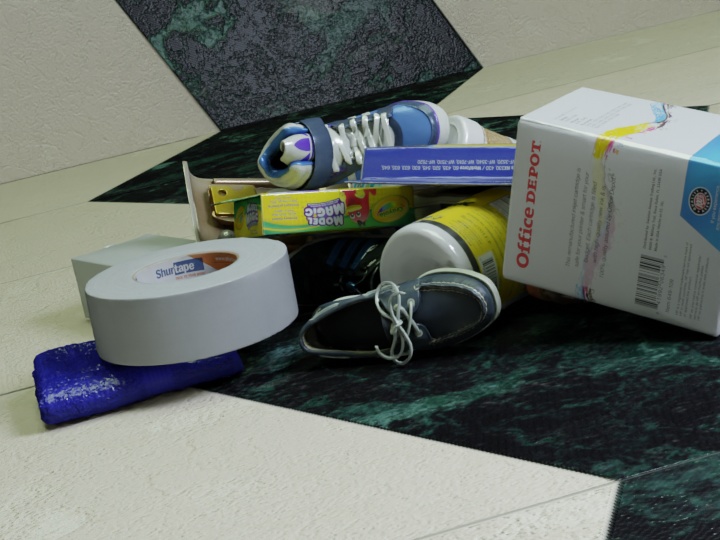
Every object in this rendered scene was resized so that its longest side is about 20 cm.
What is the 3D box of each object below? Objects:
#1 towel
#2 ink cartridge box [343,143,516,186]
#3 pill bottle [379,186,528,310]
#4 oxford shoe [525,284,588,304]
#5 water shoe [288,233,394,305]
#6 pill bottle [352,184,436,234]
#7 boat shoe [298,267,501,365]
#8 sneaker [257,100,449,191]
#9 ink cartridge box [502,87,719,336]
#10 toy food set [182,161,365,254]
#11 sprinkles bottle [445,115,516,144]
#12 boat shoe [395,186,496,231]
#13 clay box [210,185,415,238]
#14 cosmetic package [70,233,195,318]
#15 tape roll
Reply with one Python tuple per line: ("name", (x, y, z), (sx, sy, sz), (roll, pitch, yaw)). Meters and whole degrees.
("towel", (-0.221, 0.090, 1.459), (0.198, 0.050, 0.148), (-16, 12, -14))
("ink cartridge box", (0.109, -0.106, 1.493), (0.195, 0.048, 0.200), (2, 2, 22))
("pill bottle", (0.120, -0.016, 1.442), (0.110, 0.113, 0.199), (-1, 16, 43))
("oxford shoe", (0.247, -0.013, 1.442), (0.072, 0.072, 0.199), (23, 40, 40))
("water shoe", (0.000, 0.000, 1.586), (0.197, 0.072, 0.079), (-12, 17, 8))
("pill bottle", (0.052, -0.085, 1.820), (0.109, 0.112, 0.200), (-15, 12, -12))
("boat shoe", (0.031, 0.044, 1.351), (0.198, 0.076, 0.062), (-6, 12, 33))
("sneaker", (-0.017, -0.132, 1.631), (0.198, 0.082, 0.146), (-13, -2, 36))
("ink cartridge box", (0.244, -0.057, 1.291), (0.198, 0.149, 0.146), (16, 25, 27))
("toy food set", (-0.099, -0.070, 1.707), (0.197, 0.061, 0.145), (0, 49, -19))
("sprinkles bottle", (0.173, -0.113, 1.692), (0.198, 0.069, 0.068), (18, -5, -32))
("boat shoe", (0.109, -0.058, 1.618), (0.073, 0.066, 0.199), (-13, 10, -36))
("clay box", (-0.053, -0.061, 1.608), (0.197, 0.048, 0.115), (-6, 1, -19))
("cosmetic package", (-0.248, 0.013, 1.758), (0.112, 0.082, 0.199), (-19, 13, -28))
("tape roll", (-0.162, 0.027, 1.440), (0.197, 0.067, 0.200), (-10, 15, 3))
